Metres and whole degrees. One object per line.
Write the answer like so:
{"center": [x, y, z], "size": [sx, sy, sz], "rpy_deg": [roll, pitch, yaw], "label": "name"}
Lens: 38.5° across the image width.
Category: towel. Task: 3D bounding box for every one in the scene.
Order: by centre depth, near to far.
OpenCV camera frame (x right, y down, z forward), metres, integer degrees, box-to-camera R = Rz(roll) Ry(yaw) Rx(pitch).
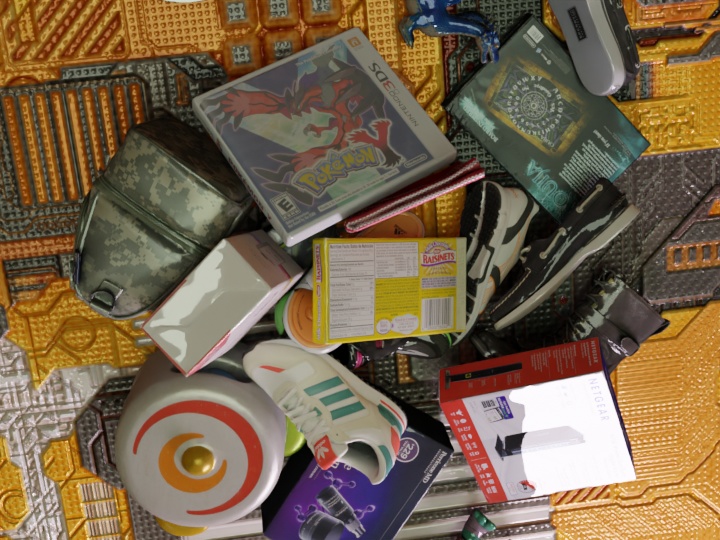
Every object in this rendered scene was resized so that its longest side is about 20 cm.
{"center": [0.051, -0.077, 1.042], "size": [0.144, 0.200, 0.023], "rpy_deg": [-24, 94, 3], "label": "towel"}

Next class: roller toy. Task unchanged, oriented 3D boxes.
{"center": [-0.173, 0.177, 1.120], "size": [0.199, 0.140, 0.183], "rpy_deg": [-33, 109, 10], "label": "roller toy"}

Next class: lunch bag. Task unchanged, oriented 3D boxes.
{"center": [-0.199, -0.048, 1.020], "size": [0.139, 0.200, 0.168], "rpy_deg": [32, 102, -6], "label": "lunch bag"}

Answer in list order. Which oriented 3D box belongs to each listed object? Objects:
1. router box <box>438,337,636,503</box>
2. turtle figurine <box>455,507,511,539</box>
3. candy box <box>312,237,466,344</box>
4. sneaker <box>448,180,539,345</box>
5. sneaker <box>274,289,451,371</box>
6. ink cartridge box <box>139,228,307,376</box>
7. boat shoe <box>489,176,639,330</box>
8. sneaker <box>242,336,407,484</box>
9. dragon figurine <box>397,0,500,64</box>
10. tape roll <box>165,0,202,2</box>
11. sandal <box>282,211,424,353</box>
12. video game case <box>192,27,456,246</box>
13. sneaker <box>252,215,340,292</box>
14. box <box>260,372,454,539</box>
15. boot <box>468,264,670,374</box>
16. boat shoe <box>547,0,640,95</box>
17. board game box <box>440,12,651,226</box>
{"center": [0.200, 0.172, 1.152], "size": [0.178, 0.049, 0.201], "rpy_deg": [-14, 131, 16], "label": "router box"}
{"center": [0.108, 0.393, 1.246], "size": [0.200, 0.101, 0.150], "rpy_deg": [-49, 122, -6], "label": "turtle figurine"}
{"center": [0.034, 0.017, 1.051], "size": [0.199, 0.026, 0.103], "rpy_deg": [-1, 91, -41], "label": "candy box"}
{"center": [0.139, -0.002, 1.141], "size": [0.080, 0.074, 0.201], "rpy_deg": [-1, 123, -39], "label": "sneaker"}
{"center": [0.002, 0.078, 1.125], "size": [0.198, 0.084, 0.077], "rpy_deg": [8, 145, -12], "label": "sneaker"}
{"center": [-0.125, 0.024, 1.009], "size": [0.116, 0.200, 0.068], "rpy_deg": [-45, 88, 8], "label": "ink cartridge box"}
{"center": [0.209, -0.017, 1.115], "size": [0.200, 0.074, 0.060], "rpy_deg": [-43, 81, 10], "label": "boat shoe"}
{"center": [-0.039, 0.149, 1.068], "size": [0.199, 0.094, 0.070], "rpy_deg": [34, 131, -18], "label": "sneaker"}
{"center": [0.073, -0.293, 1.048], "size": [0.099, 0.059, 0.201], "rpy_deg": [-27, 105, 2], "label": "dragon figurine"}
{"center": [-0.176, -0.367, 1.010], "size": [0.201, 0.037, 0.204], "rpy_deg": [-2, 107, -5], "label": "tape roll"}
{"center": [-0.006, -0.005, 1.082], "size": [0.079, 0.059, 0.207], "rpy_deg": [35, 63, 15], "label": "sandal"}
{"center": [-0.035, -0.138, 1.013], "size": [0.199, 0.023, 0.183], "rpy_deg": [-28, 69, -21], "label": "video game case"}
{"center": [-0.103, 0.001, 1.116], "size": [0.200, 0.074, 0.081], "rpy_deg": [-39, 111, 9], "label": "sneaker"}
{"center": [-0.006, 0.241, 1.198], "size": [0.141, 0.079, 0.201], "rpy_deg": [29, 102, -17], "label": "box"}
{"center": [0.239, 0.068, 1.182], "size": [0.199, 0.069, 0.175], "rpy_deg": [31, 99, -22], "label": "boot"}
{"center": [0.243, -0.285, 1.069], "size": [0.066, 0.070, 0.201], "rpy_deg": [-25, 96, -30], "label": "boat shoe"}
{"center": [0.202, -0.159, 1.120], "size": [0.135, 0.028, 0.200], "rpy_deg": [-45, 107, 8], "label": "board game box"}
